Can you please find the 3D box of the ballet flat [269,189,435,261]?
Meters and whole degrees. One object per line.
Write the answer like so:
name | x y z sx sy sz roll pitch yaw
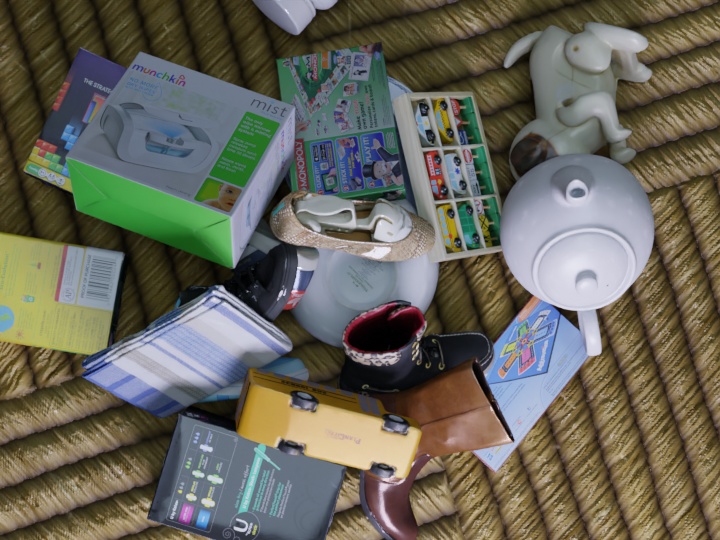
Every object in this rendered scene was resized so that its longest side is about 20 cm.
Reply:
ballet flat | -0.002 -0.053 1.312 0.196 0.065 0.072 2 63 -15

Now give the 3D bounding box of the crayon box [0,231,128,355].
crayon box | -0.385 0.026 1.385 0.196 0.051 0.129 10 84 -4

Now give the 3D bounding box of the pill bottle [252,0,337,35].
pill bottle | -0.046 -0.393 1.417 0.113 0.113 0.201 40 83 0

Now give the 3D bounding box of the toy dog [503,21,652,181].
toy dog | 0.248 -0.190 1.410 0.191 0.140 0.203 19 83 11

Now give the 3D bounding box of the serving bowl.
serving bowl | 0.000 0.000 1.387 0.196 0.066 0.204 -1 97 -4

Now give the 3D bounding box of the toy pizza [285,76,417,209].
toy pizza | -0.001 -0.145 1.438 0.196 0.032 0.204 1 84 -5

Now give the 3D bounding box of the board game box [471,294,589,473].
board game box | 0.190 0.137 1.431 0.103 0.019 0.201 41 83 -1

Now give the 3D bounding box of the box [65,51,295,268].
box | -0.193 -0.124 1.290 0.197 0.097 0.178 20 56 10

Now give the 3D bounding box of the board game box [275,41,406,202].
board game box | -0.025 -0.170 1.385 0.132 0.029 0.203 -9 67 2

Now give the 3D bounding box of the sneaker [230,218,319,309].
sneaker | -0.136 -0.019 1.369 0.199 0.074 0.086 32 111 38

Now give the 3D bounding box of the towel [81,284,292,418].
towel | -0.189 0.093 1.274 0.198 0.147 0.024 -29 49 20

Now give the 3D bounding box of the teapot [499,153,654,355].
teapot | 0.254 -0.022 1.349 0.198 0.147 0.198 27 126 -21

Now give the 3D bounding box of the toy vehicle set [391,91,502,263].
toy vehicle set | 0.112 -0.116 1.411 0.123 0.026 0.203 -10 85 -42

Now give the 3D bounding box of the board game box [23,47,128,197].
board game box | -0.280 -0.150 1.406 0.197 0.057 0.168 23 84 -2

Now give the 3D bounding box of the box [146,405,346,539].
box | -0.128 0.246 1.333 0.197 0.149 0.126 17 85 -2

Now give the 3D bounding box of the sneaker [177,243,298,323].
sneaker | -0.153 0.041 1.284 0.103 0.061 0.201 14 127 -27

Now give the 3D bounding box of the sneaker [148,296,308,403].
sneaker | -0.163 0.087 1.382 0.196 0.080 0.133 -5 86 -5

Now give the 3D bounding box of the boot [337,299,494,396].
boot | 0.065 0.092 1.356 0.196 0.151 0.074 -11 61 -3

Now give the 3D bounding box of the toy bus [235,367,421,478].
toy bus | -0.036 0.169 1.284 0.197 0.078 0.066 15 101 -11

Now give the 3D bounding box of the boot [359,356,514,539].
boot | 0.088 0.214 1.347 0.198 0.068 0.191 -20 91 23
